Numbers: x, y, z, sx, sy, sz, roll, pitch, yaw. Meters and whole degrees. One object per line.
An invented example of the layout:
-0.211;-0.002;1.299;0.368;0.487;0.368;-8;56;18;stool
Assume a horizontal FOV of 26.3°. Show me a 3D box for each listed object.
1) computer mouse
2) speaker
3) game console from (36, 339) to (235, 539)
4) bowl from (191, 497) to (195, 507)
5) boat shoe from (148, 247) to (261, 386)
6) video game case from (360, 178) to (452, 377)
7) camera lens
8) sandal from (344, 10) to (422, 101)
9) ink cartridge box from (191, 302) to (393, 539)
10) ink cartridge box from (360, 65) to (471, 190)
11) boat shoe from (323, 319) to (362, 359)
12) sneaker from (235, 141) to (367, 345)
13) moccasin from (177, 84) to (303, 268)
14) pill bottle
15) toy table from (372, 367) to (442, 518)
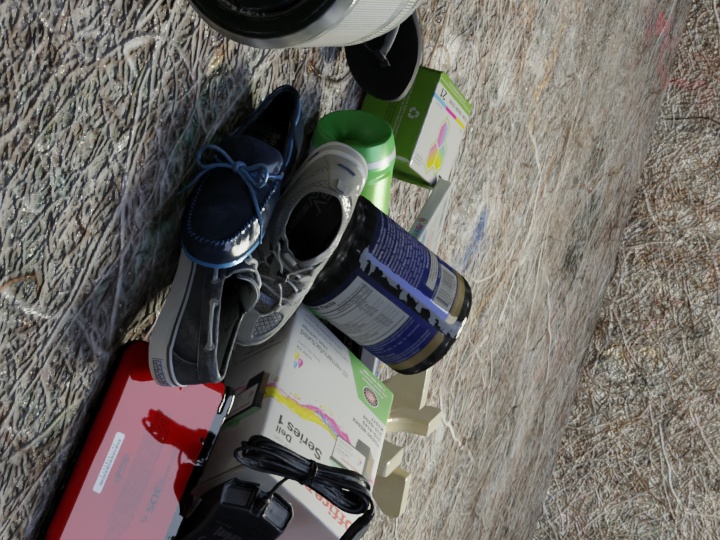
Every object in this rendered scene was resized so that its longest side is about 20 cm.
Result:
-0.075;0.211;1.285;0.201;0.139;0.046;-55;-159;34;computer mouse
-0.014;-0.051;1.503;0.089;0.088;0.201;-49;152;-50;speaker
-0.196;0.172;1.285;0.172;0.118;0.201;33;72;-39;game console
-0.101;0.186;1.527;0.200;0.039;0.202;20;90;-73;bowl
-0.112;0.010;1.251;0.201;0.067;0.072;-74;156;-43;boat shoe
0.046;0.015;1.614;0.200;0.018;0.144;-59;165;-46;video game case
-0.037;-0.246;1.139;0.200;0.159;0.161;-22;127;-67;camera lens
0.018;-0.258;1.441;0.043;0.075;0.202;-34;128;-65;sandal
-0.057;0.154;1.388;0.145;0.084;0.201;46;36;-26;ink cartridge box
0.039;-0.106;1.624;0.148;0.075;0.202;28;80;-72;ink cartridge box
-0.025;0.121;1.627;0.064;0.070;0.201;65;23;-52;boat shoe
-0.066;-0.015;1.298;0.201;0.074;0.082;-60;-173;23;sneaker
-0.099;-0.085;1.257;0.201;0.080;0.069;-73;178;-48;moccasin
0.000;0.000;1.415;0.200;0.111;0.112;38;64;-26;pill bottle
0.010;0.179;1.739;0.184;0.116;0.202;-45;147;-55;toy table
